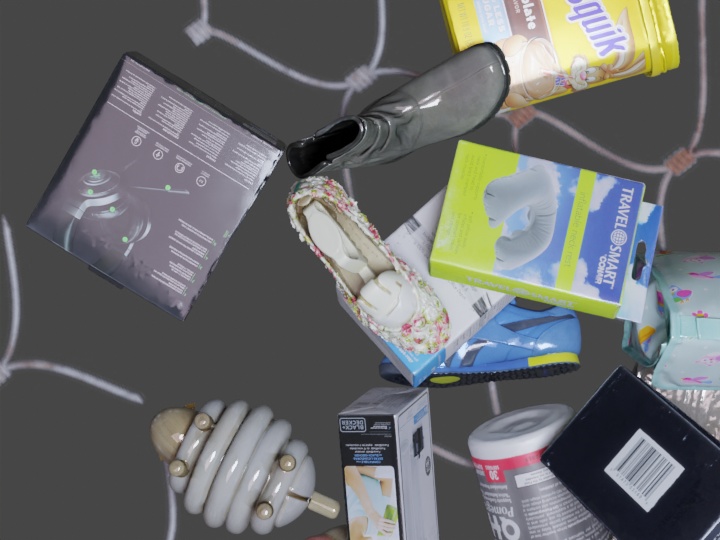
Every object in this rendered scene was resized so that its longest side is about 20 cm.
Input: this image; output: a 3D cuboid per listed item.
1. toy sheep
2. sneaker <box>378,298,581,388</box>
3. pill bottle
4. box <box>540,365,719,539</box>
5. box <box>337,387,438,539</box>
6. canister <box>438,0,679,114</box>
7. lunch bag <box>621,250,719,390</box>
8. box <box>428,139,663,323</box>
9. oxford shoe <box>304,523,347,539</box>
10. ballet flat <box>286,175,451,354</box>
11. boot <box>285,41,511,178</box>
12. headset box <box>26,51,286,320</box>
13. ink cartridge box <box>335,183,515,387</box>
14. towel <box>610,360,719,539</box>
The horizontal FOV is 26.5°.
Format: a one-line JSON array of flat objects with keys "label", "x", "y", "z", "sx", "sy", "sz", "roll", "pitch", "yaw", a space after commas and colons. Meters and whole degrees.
[{"label": "toy sheep", "x": -0.111, "y": 0.189, "z": 1.452, "sx": 0.199, "sy": 0.138, "sz": 0.139, "roll": 30, "pitch": 96, "yaw": 4}, {"label": "sneaker", "x": 0.114, "y": 0.068, "z": 1.483, "sx": 0.197, "sy": 0.066, "sz": 0.079, "roll": -7, "pitch": 76, "yaw": 4}, {"label": "pill bottle", "x": 0.180, "y": 0.240, "z": 1.476, "sx": 0.109, "sy": 0.111, "sz": 0.202, "roll": -16, "pitch": 97, "yaw": 1}, {"label": "box", "x": 0.299, "y": 0.216, "z": 1.364, "sx": 0.123, "sy": 0.200, "sz": 0.198, "roll": -48, "pitch": 127, "yaw": 3}, {"label": "box", "x": 0.030, "y": 0.222, "z": 1.464, "sx": 0.059, "sy": 0.117, "sz": 0.203, "roll": -1, "pitch": 97, "yaw": 18}, {"label": "canister", "x": 0.182, "y": -0.233, "z": 1.427, "sx": 0.198, "sy": 0.087, "sz": 0.150, "roll": -16, "pitch": 97, "yaw": 2}, {"label": "lunch bag", "x": 0.340, "y": 0.049, "z": 1.410, "sx": 0.168, "sy": 0.200, "sz": 0.124, "roll": 4, "pitch": 97, "yaw": -3}, {"label": "box", "x": 0.170, "y": -0.034, "z": 1.383, "sx": 0.198, "sy": 0.048, "sz": 0.123, "roll": 13, "pitch": 74, "yaw": 5}, {"label": "oxford shoe", "x": -0.020, "y": 0.343, "z": 1.508, "sx": 0.070, "sy": 0.074, "sz": 0.202, "roll": 25, "pitch": 121, "yaw": 35}, {"label": "ballet flat", "x": 0.000, "y": 0.000, "z": 1.361, "sx": 0.076, "sy": 0.064, "sz": 0.200, "roll": -45, "pitch": 83, "yaw": 15}, {"label": "boot", "x": 0.034, "y": -0.134, "z": 1.372, "sx": 0.199, "sy": 0.130, "sz": 0.068, "roll": -29, "pitch": 84, "yaw": 39}, {"label": "headset box", "x": -0.192, "y": -0.075, "z": 1.435, "sx": 0.173, "sy": 0.093, "sz": 0.201, "roll": 30, "pitch": 96, "yaw": -5}, {"label": "ink cartridge box", "x": 0.087, "y": -0.002, "z": 1.436, "sx": 0.200, "sy": 0.068, "sz": 0.116, "roll": -41, "pitch": 77, "yaw": -8}, {"label": "towel", "x": 0.319, "y": 0.194, "z": 1.513, "sx": 0.131, "sy": 0.034, "sz": 0.203, "roll": 9, "pitch": 96, "yaw": -4}]
